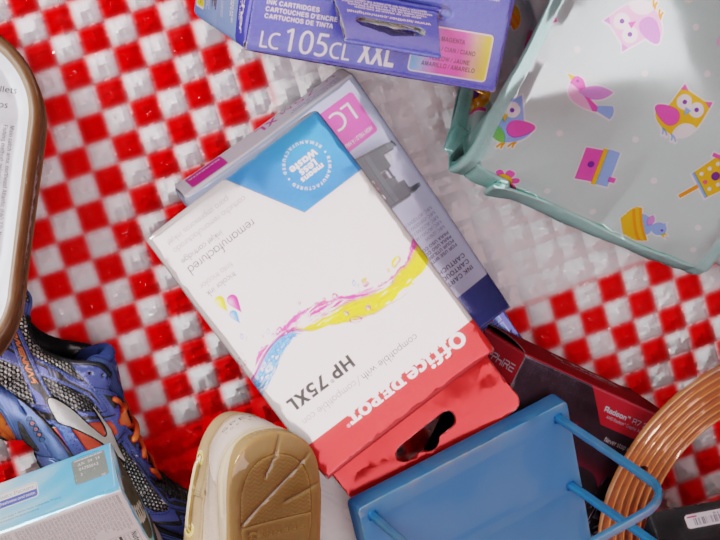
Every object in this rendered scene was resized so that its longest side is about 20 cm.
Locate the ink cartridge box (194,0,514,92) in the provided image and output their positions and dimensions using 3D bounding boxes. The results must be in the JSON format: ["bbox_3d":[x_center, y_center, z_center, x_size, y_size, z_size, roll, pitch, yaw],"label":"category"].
[{"bbox_3d":[-0.003,-0.146,1.131,0.136,0.200,0.077,8,99,-14],"label":"ink cartridge box"}]

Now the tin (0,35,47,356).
[{"bbox_3d":[-0.227,-0.036,1.156,0.111,0.042,0.201,7,82,-10],"label":"tin"}]

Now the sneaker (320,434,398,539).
[{"bbox_3d":[-0.034,0.175,1.248,0.075,0.088,0.201,22,89,7],"label":"sneaker"}]

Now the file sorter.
[{"bbox_3d":[0.099,0.200,1.194,0.138,0.123,0.201,-25,120,-22],"label":"file sorter"}]

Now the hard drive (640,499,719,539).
[{"bbox_3d":[0.225,0.197,1.275,0.139,0.038,0.200,-9,142,-10],"label":"hard drive"}]

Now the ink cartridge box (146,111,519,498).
[{"bbox_3d":[-0.010,0.028,1.174,0.116,0.067,0.200,-38,93,-3],"label":"ink cartridge box"}]

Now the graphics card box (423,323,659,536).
[{"bbox_3d":[0.083,0.146,1.271,0.125,0.051,0.201,25,95,-35],"label":"graphics card box"}]

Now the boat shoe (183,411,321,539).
[{"bbox_3d":[-0.061,0.169,1.171,0.073,0.069,0.201,-2,109,-27],"label":"boat shoe"}]

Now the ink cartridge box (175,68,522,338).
[{"bbox_3d":[0.000,0.000,1.245,0.119,0.042,0.200,-36,108,-4],"label":"ink cartridge box"}]

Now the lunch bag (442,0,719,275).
[{"bbox_3d":[0.154,-0.114,1.217,0.170,0.122,0.201,23,89,-17],"label":"lunch bag"}]

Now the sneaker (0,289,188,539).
[{"bbox_3d":[-0.152,0.082,1.209,0.200,0.075,0.078,42,86,-18],"label":"sneaker"}]

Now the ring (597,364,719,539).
[{"bbox_3d":[0.224,0.132,1.304,0.200,0.019,0.201,-13,120,-22],"label":"ring"}]

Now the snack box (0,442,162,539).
[{"bbox_3d":[-0.155,0.184,1.188,0.116,0.037,0.200,-20,136,-1],"label":"snack box"}]

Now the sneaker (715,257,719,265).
[{"bbox_3d":[0.298,-0.033,1.290,0.199,0.071,0.100,14,102,-11],"label":"sneaker"}]
